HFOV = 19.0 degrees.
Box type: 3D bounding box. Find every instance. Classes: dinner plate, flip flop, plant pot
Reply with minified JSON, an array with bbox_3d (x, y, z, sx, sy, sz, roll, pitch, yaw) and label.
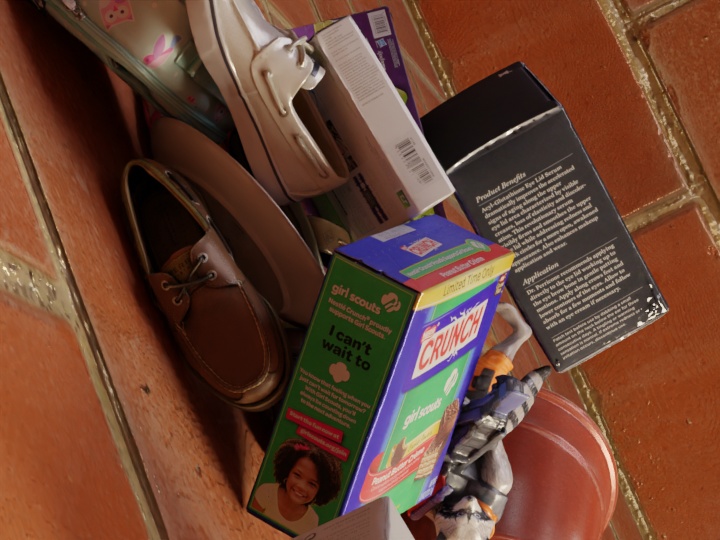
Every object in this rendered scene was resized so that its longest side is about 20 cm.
[{"bbox_3d":[-0.092,-0.026,1.564,0.200,0.024,0.200,42,-20,19],"label":"dinner plate"},{"bbox_3d":[-0.039,-0.025,1.597,0.081,0.058,0.200,11,-54,62],"label":"flip flop"},{"bbox_3d":[0.107,0.222,1.729,0.201,0.201,0.195,60,19,-21],"label":"plant pot"}]

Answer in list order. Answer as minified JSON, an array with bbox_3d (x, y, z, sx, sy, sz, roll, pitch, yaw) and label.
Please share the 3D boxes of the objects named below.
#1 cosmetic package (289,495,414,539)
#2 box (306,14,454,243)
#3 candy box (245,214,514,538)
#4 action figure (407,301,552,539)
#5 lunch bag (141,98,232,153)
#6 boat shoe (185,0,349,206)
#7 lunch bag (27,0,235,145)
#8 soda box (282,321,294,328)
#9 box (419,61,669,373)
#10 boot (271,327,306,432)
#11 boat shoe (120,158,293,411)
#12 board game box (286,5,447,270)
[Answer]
[{"bbox_3d":[0.010,0.276,1.238,0.199,0.123,0.200,61,9,-18],"label":"cosmetic package"},{"bbox_3d":[-0.009,-0.093,1.555,0.144,0.036,0.200,60,-19,-1],"label":"box"},{"bbox_3d":[0.017,0.074,1.468,0.077,0.200,0.169,24,19,21],"label":"candy box"},{"bbox_3d":[0.096,0.123,1.602,0.105,0.200,0.194,28,53,-19],"label":"action figure"},{"bbox_3d":[-0.110,-0.105,1.737,0.200,0.082,0.176,-102,167,-49],"label":"lunch bag"},{"bbox_3d":[-0.059,-0.136,1.465,0.071,0.070,0.200,-71,145,-58],"label":"boat shoe"},{"bbox_3d":[-0.156,-0.172,1.535,0.160,0.077,0.200,44,3,23],"label":"lunch bag"},{"bbox_3d":[0.000,0.000,1.722,0.200,0.064,0.068,-67,154,-13],"label":"soda box"},{"bbox_3d":[0.142,-0.045,1.699,0.200,0.104,0.148,59,3,-19],"label":"box"},{"bbox_3d":[-0.028,0.131,1.633,0.200,0.075,0.097,52,34,-52],"label":"boot"},{"bbox_3d":[-0.114,0.009,1.451,0.200,0.072,0.068,56,3,31],"label":"boat shoe"},{"bbox_3d":[-0.010,-0.096,1.670,0.032,0.120,0.200,157,-81,-74],"label":"board game box"}]
